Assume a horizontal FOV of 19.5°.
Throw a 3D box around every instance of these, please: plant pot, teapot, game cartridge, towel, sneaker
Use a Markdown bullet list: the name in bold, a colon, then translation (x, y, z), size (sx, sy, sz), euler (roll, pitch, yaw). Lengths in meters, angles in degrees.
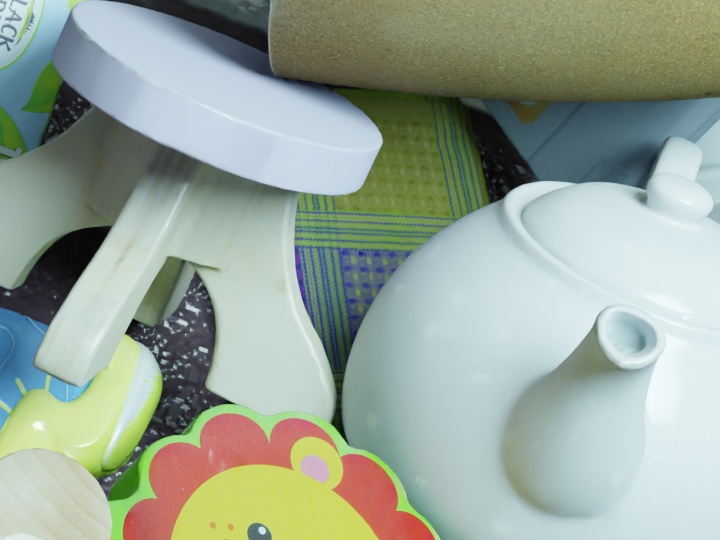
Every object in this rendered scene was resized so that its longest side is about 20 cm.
- **plant pot**: translation (0.085, -0.142, 0.826), size (0.200, 0.186, 0.187), euler (15, 57, 3)
- **teapot**: translation (0.097, 0.028, 0.815), size (0.197, 0.146, 0.200), euler (6, 25, -37)
- **game cartridge**: translation (0.090, -0.135, 0.947), size (0.042, 0.133, 0.200), euler (-15, 64, -44)
- **towel**: translation (0.000, 0.000, 0.949), size (0.144, 0.023, 0.200), euler (2, 64, -26)
- **sneaker**: translation (-0.159, 0.092, 0.801), size (0.105, 0.076, 0.200), euler (26, 48, 3)

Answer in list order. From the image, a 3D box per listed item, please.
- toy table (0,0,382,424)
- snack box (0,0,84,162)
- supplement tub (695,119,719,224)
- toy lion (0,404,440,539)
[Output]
- **toy table**: translation (-0.072, -0.025, 0.815), size (0.184, 0.117, 0.200), euler (29, 11, 14)
- **snack box**: translation (-0.212, -0.130, 0.857), size (0.200, 0.053, 0.142), euler (21, 91, -16)
- **supplement tub**: translation (0.207, -0.072, 1.013), size (0.145, 0.145, 0.200), euler (26, 56, -12)
- **toy lion**: translation (-0.043, 0.138, 0.691), size (0.192, 0.069, 0.200), euler (6, 57, -32)
